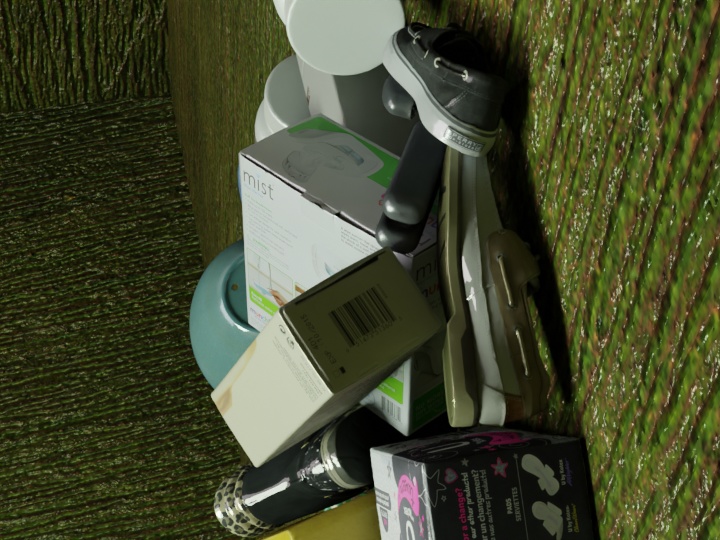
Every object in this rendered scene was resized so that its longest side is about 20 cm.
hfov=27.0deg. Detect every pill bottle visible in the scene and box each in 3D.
[{"bbox_3d":[-0.020,-0.255,1.236,0.201,0.112,0.114,-97,6,-50],"label":"pill bottle"},{"bbox_3d":[-0.049,-0.120,1.492,0.200,0.112,0.114,97,162,-62],"label":"pill bottle"}]

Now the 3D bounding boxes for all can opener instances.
[{"bbox_3d":[0.033,-0.090,1.120,0.200,0.066,0.054,-67,-7,-52],"label":"can opener"}]

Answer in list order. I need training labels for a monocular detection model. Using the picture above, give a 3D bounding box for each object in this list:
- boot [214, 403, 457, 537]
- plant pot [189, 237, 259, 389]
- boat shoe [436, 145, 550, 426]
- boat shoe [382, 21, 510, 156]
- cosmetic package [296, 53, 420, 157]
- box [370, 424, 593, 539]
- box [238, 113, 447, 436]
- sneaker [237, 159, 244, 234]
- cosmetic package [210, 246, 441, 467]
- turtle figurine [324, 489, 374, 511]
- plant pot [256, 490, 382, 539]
[{"bbox_3d":[-0.019,0.156,1.273,0.203,0.153,0.074,-17,-100,-59],"label":"boot"},{"bbox_3d":[-0.094,0.042,1.599,0.135,0.199,0.202,76,-177,-71],"label":"plant pot"},{"bbox_3d":[0.089,0.007,1.031,0.075,0.068,0.202,97,172,-75],"label":"boat shoe"},{"bbox_3d":[0.067,-0.144,1.080,0.057,0.068,0.200,-64,21,21],"label":"boat shoe"},{"bbox_3d":[0.004,-0.148,1.324,0.107,0.089,0.201,105,158,-56],"label":"cosmetic package"},{"bbox_3d":[0.082,0.183,1.068,0.200,0.114,0.133,161,100,-79],"label":"box"},{"bbox_3d":[0.000,0.000,1.196,0.200,0.096,0.177,32,136,37],"label":"box"},{"bbox_3d":[-0.057,-0.027,1.358,0.089,0.078,0.201,40,151,65],"label":"sneaker"},{"bbox_3d":[-0.030,0.067,1.097,0.071,0.105,0.200,56,151,8],"label":"cosmetic package"},{"bbox_3d":[0.003,0.249,1.577,0.150,0.100,0.201,61,-177,-79],"label":"turtle figurine"},{"bbox_3d":[0.008,0.279,1.239,0.200,0.175,0.202,-35,62,61],"label":"plant pot"}]
